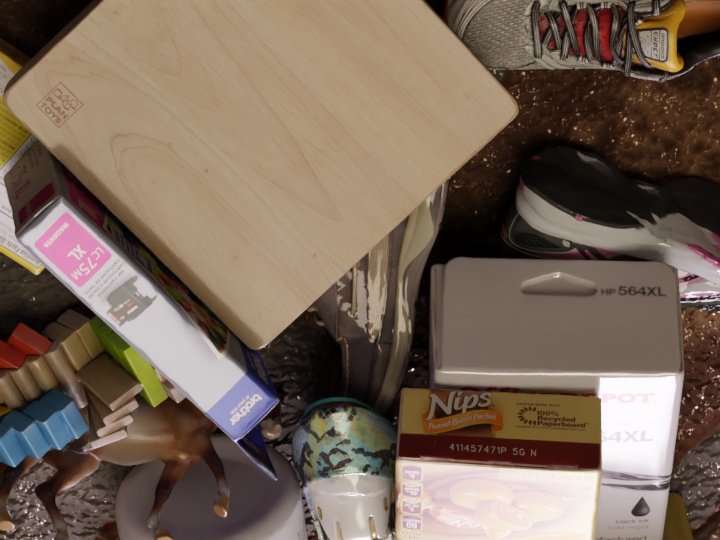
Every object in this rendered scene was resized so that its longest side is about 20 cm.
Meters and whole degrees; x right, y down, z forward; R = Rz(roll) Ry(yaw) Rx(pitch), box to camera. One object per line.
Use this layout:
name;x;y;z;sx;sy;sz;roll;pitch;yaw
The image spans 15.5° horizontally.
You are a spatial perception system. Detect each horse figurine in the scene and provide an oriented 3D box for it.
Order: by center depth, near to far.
horse figurine;-0.144;0.109;1.565;0.199;0.133;0.050;-6;130;8

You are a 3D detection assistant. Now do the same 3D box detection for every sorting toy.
sorting toy;-0.054;-0.099;1.431;0.199;0.070;0.200;-42;108;8

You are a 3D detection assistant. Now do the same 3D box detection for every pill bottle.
pill bottle;-0.083;0.211;1.639;0.114;0.115;0.201;-10;126;-5

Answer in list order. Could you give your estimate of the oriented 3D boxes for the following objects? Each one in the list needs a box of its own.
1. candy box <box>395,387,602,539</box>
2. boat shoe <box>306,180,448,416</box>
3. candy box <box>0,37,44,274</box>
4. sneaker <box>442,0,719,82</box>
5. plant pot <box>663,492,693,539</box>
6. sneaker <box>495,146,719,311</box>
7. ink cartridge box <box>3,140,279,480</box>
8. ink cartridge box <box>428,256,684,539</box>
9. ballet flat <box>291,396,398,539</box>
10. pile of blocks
candy box;0.078;0.150;1.538;0.115;0.056;0.201;3;140;4
boat shoe;0.000;0.000;1.546;0.073;0.075;0.201;10;115;-5
candy box;-0.224;-0.086;1.458;0.200;0.026;0.102;35;111;-30
sneaker;0.142;-0.146;1.460;0.199;0.082;0.078;-10;126;-4
plant pot;0.139;0.292;1.690;0.193;0.200;0.196;-9;126;-6
sneaker;0.170;-0.008;1.578;0.199;0.081;0.087;20;130;-15
ink cartridge box;-0.110;0.020;1.443;0.042;0.119;0.200;-42;111;4
ink cartridge box;0.112;0.088;1.572;0.145;0.085;0.201;0;141;2
ballet flat;0.000;0.143;1.589;0.074;0.075;0.200;-18;153;1
pile of blocks;-0.175;0.060;1.535;0.199;0.082;0.062;-23;126;5
